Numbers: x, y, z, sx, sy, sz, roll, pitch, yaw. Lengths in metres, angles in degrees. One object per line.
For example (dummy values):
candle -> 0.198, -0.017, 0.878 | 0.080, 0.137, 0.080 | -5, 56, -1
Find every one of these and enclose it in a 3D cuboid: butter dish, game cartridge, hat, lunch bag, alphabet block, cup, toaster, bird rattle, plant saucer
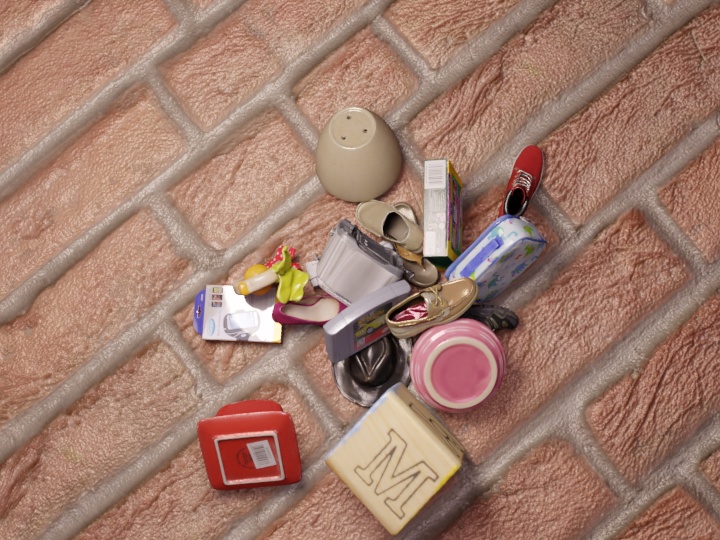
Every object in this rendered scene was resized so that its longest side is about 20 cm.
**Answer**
butter dish -> -0.223, 0.338, 1.683 | 0.195, 0.149, 0.203 | -5, 122, 2
game cartridge -> 0.017, 0.101, 1.644 | 0.198, 0.134, 0.041 | -29, 55, -17
hat -> 0.026, 0.186, 1.723 | 0.196, 0.081, 0.205 | 0, 81, 1
lunch bag -> 0.278, -0.024, 1.678 | 0.200, 0.159, 0.083 | -48, 62, 25
alphabet block -> 0.074, 0.368, 1.622 | 0.200, 0.195, 0.197 | 45, 96, 10
cup -> -0.011, -0.271, 1.755 | 0.196, 0.144, 0.204 | -2, 69, 6
toaster -> 0.000, 0.000, 1.677 | 0.198, 0.114, 0.130 | 32, 110, -12
bird rattle -> -0.195, 0.003, 1.707 | 0.160, 0.200, 0.115 | -22, 107, -12
plant saucer -> 0.198, 0.198, 1.641 | 0.196, 0.051, 0.205 | -1, 105, -2

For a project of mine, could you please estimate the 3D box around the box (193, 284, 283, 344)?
box -> -0.263, 0.095, 1.773 | 0.195, 0.042, 0.122 | 2, 80, 5

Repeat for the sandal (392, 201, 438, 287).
sandal -> 0.111, -0.058, 1.775 | 0.079, 0.054, 0.204 | -18, 80, -1

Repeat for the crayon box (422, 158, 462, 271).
crayon box -> 0.175, -0.112, 1.718 | 0.057, 0.172, 0.205 | -1, 79, 16

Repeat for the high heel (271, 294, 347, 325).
high heel -> -0.091, 0.079, 1.722 | 0.196, 0.096, 0.069 | -1, 81, -15

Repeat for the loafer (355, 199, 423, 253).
loafer -> 0.061, -0.105, 1.747 | 0.198, 0.068, 0.077 | 29, 90, 35

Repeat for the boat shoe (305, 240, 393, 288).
boat shoe -> -0.026, -0.029, 1.766 | 0.197, 0.074, 0.066 | -23, 84, -3

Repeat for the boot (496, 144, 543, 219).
boot -> 0.351, -0.191, 1.743 | 0.071, 0.144, 0.203 | 20, 80, 7

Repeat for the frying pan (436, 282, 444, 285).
frying pan -> 0.159, 0.076, 1.713 | 0.187, 0.031, 0.118 | 12, 77, -35

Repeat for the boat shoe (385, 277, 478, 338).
boat shoe -> 0.140, 0.069, 1.610 | 0.198, 0.066, 0.075 | -31, 56, 8

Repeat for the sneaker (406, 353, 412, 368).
sneaker -> 0.194, 0.198, 1.720 | 0.196, 0.078, 0.092 | 15, 81, -7

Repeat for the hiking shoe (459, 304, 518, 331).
hiking shoe -> 0.244, 0.122, 1.710 | 0.196, 0.075, 0.103 | 7, 86, -24
